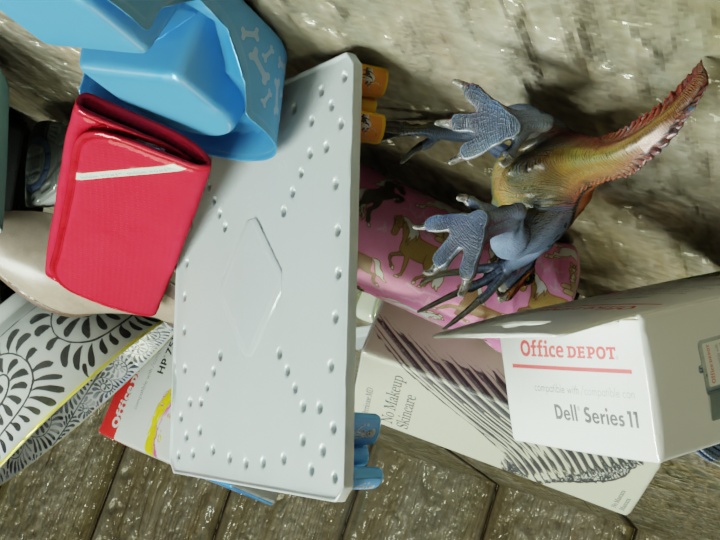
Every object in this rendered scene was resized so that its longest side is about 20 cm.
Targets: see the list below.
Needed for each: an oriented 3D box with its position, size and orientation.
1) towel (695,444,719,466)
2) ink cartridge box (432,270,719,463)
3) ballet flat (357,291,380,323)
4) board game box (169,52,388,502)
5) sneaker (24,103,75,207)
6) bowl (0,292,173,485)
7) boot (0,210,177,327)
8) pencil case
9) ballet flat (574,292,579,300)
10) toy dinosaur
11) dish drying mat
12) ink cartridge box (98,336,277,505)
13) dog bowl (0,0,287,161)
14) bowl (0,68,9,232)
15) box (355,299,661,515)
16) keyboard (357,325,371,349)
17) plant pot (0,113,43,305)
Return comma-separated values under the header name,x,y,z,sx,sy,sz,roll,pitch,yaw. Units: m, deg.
name,x,y,z,sx,sy,sz,roll,pitch,yaw
towel,0.209,0.092,0.901,0.199,0.024,0.147,29,-174,-47
ink cartridge box,0.148,0.044,0.568,0.198,0.068,0.117,-10,-178,-26
ballet flat,0.000,0.000,0.832,0.071,0.073,0.200,10,166,37
board game box,-0.047,0.009,0.606,0.026,0.203,0.199,4,173,-31
sneaker,-0.161,-0.075,0.784,0.086,0.076,0.199,6,180,-32
bowl,-0.239,0.067,0.895,0.094,0.200,0.201,47,168,2
boot,-0.152,-0.008,0.768,0.198,0.071,0.146,19,160,-17
pencil case,0.033,-0.010,0.696,0.198,0.087,0.083,21,126,-7
ballet flat,0.082,0.041,0.849,0.047,0.067,0.200,57,146,-2
toy dinosaur,0.085,-0.024,0.550,0.198,0.107,0.181,0,178,30
dish drying mat,-0.136,-0.026,0.652,0.076,0.018,0.200,21,150,-9
ink cartridge box,-0.144,0.110,0.998,0.198,0.117,0.067,13,166,34
dog bowl,-0.105,-0.114,0.526,0.110,0.050,0.200,12,167,32
bowl,-0.299,-0.109,0.720,0.199,0.106,0.201,18,167,4
box,0.098,0.082,0.759,0.198,0.069,0.083,18,142,8
keyboard,0.029,0.051,0.950,0.197,0.011,0.056,-8,166,7
plant pot,-0.347,-0.045,0.910,0.175,0.202,0.200,8,169,-7
